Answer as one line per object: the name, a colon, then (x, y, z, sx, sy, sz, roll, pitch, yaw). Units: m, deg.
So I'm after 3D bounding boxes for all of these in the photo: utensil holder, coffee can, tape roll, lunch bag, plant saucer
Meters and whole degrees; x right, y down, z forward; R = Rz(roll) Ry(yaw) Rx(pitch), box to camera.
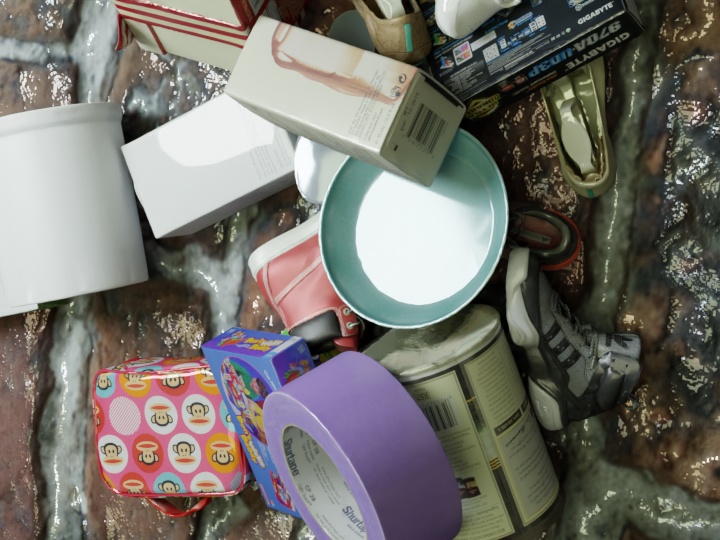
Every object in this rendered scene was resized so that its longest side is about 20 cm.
utensil holder: (-0.332, -0.072, 1.434, 0.169, 0.170, 0.201, -9, 93, 25)
coffee can: (0.097, 0.153, 1.242, 0.146, 0.146, 0.201, -14, 107, 25)
tape roll: (-0.001, 0.181, 1.184, 0.200, 0.085, 0.200, 45, 151, 34)
lunch bag: (-0.201, 0.187, 1.446, 0.199, 0.082, 0.177, -2, 95, 24)
plant saucer: (0.054, -0.042, 1.228, 0.199, 0.036, 0.201, -5, 79, 29)

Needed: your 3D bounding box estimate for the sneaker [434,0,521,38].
sneaker: (0.148, -0.284, 1.169, 0.200, 0.074, 0.087, -46, 56, 11)

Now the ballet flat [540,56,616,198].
ballet flat: (0.201, -0.168, 1.235, 0.069, 0.069, 0.201, -16, 89, 25)

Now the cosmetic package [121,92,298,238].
cosmetic package: (-0.146, -0.122, 1.392, 0.199, 0.081, 0.113, -22, 86, 26)

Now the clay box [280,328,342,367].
clay box: (-0.031, 0.145, 1.369, 0.200, 0.048, 0.115, 51, 128, 11)

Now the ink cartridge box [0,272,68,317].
ink cartridge box: (-0.455, 0.008, 1.557, 0.199, 0.059, 0.104, -11, 90, 25)

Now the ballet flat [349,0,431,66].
ballet flat: (0.016, -0.281, 1.263, 0.068, 0.072, 0.200, -16, 50, -7)

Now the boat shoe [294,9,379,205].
boat shoe: (-0.016, -0.161, 1.320, 0.073, 0.068, 0.200, 5, 84, 19)

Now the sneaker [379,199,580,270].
sneaker: (0.116, -0.048, 1.252, 0.199, 0.082, 0.077, 6, 86, 6)

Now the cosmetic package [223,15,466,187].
cosmetic package: (-0.015, -0.160, 1.211, 0.200, 0.103, 0.088, 25, 90, 33)

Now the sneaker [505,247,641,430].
sneaker: (0.207, 0.059, 1.233, 0.113, 0.076, 0.201, -9, 119, 16)

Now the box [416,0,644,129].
box: (0.151, -0.247, 1.225, 0.200, 0.046, 0.160, -28, 57, 24)

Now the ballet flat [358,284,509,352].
ballet flat: (0.078, 0.072, 1.334, 0.200, 0.057, 0.067, -25, 103, 31)

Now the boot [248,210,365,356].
boot: (0.000, 0.000, 1.311, 0.200, 0.072, 0.145, -34, 65, 7)

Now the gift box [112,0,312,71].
gift box: (-0.164, -0.308, 1.289, 0.186, 0.185, 0.200, 20, 66, 21)

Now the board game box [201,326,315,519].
board game box: (-0.078, 0.161, 1.333, 0.134, 0.045, 0.201, 5, 120, 53)
